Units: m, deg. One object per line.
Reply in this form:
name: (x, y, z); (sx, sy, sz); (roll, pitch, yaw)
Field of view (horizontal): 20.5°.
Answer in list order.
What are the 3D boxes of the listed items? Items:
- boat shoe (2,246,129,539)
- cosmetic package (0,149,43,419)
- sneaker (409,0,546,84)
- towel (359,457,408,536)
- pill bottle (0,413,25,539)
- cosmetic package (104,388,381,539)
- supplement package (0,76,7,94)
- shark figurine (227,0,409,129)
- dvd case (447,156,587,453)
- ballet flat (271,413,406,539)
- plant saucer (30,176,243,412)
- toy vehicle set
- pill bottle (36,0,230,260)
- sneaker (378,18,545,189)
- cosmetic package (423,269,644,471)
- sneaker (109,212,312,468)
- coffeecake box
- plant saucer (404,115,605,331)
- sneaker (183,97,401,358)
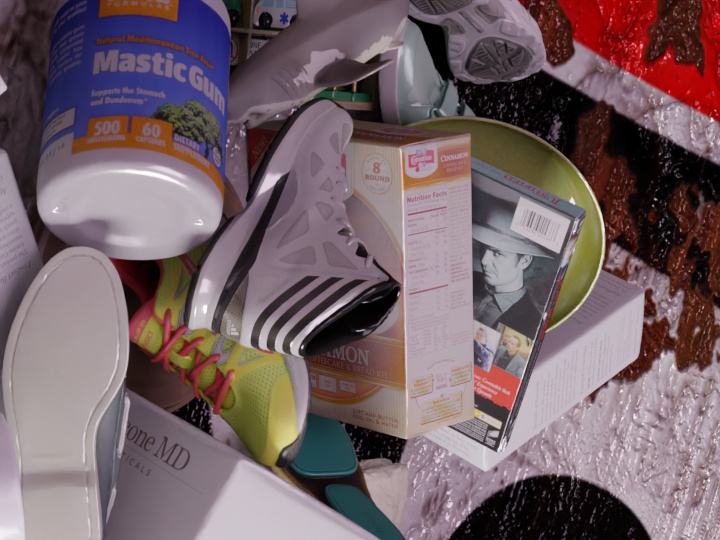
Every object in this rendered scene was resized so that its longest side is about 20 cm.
boat shoe: (-0.174, 0.086, 1.189); (0.062, 0.073, 0.201); (97, -4, -89)
cosmetic package: (-0.241, 0.031, 1.197); (0.102, 0.074, 0.200); (-33, 122, -37)
sneaker: (0.085, -0.214, 1.489); (0.200, 0.078, 0.100); (46, 36, -55)
towel: (-0.043, 0.210, 1.471); (0.200, 0.034, 0.133); (0, 96, -44)
pill bottle: (-0.291, 0.135, 1.097); (0.199, 0.111, 0.111); (-9, 105, -17)
cosmetic package: (-0.122, 0.207, 1.275); (0.166, 0.167, 0.200); (36, 82, -43)
supplement package: (-0.315, -0.085, 1.080); (0.200, 0.114, 0.110); (-46, 126, -28)
shark figurine: (-0.014, -0.172, 1.299); (0.214, 0.128, 0.090); (-42, 109, -46)
dvd case: (0.067, 0.016, 1.420); (0.022, 0.146, 0.200); (-36, 147, -54)
ballet flat: (-0.026, 0.164, 1.388); (0.068, 0.200, 0.063); (7, 117, -26)
plant saucer: (-0.142, 0.008, 1.335); (0.200, 0.029, 0.201); (-11, 106, -45)
toy vehicle set: (-0.060, -0.177, 1.382); (0.200, 0.026, 0.125); (-2, 99, -45)
pill bottle: (-0.135, -0.117, 1.218); (0.112, 0.112, 0.201); (32, 47, -44)
sneaker: (0.086, -0.105, 1.469); (0.074, 0.118, 0.201); (-69, 147, -49)
cosmetic package: (0.124, 0.065, 1.556); (0.200, 0.102, 0.074); (-32, 135, -35)
sneaker: (-0.101, 0.047, 1.258); (0.090, 0.200, 0.078); (-9, 141, -33)
coffeecake box: (0.000, 0.000, 1.386); (0.073, 0.153, 0.201); (-13, 106, -43)
plant saucer: (0.080, -0.032, 1.458); (0.031, 0.199, 0.200); (-73, 147, -55)
sneaker: (-0.020, -0.018, 1.244); (0.076, 0.115, 0.201); (103, 12, -50)
